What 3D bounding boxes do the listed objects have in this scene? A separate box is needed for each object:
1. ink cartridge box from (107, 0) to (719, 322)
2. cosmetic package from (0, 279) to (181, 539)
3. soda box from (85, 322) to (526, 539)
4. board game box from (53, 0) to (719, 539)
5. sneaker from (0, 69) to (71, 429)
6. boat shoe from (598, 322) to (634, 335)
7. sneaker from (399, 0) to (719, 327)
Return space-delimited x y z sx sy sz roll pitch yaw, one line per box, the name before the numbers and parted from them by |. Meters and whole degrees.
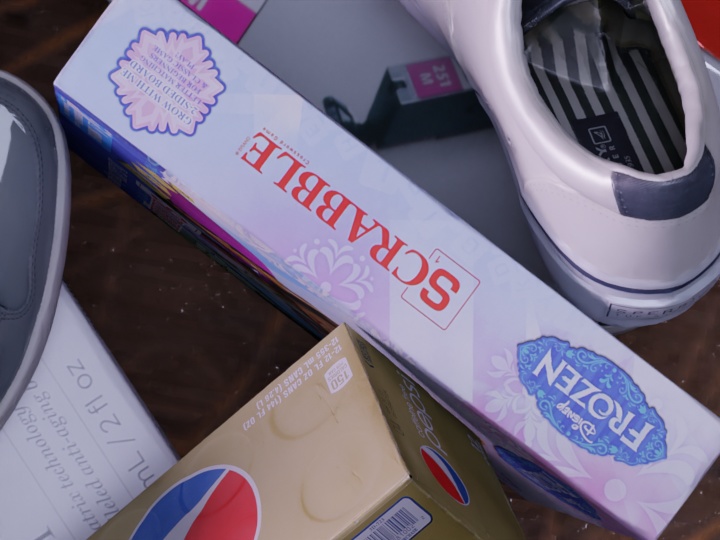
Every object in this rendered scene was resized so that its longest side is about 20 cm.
ink cartridge box | 0.037 -0.108 0.813 0.200 0.044 0.174 36 102 10
cosmetic package | -0.173 0.057 0.812 0.200 0.123 0.200 -34 92 -4
soda box | -0.051 0.110 0.713 0.200 0.068 0.064 -40 127 12
board game box | 0.000 0.000 0.791 0.199 0.200 0.041 37 86 -3
sneaker | -0.134 0.034 0.694 0.083 0.121 0.201 23 85 -5
boat shoe | 0.046 -0.070 0.866 0.070 0.064 0.201 -27 91 -6
sneaker | 0.052 -0.083 0.735 0.073 0.071 0.200 -18 62 -17
